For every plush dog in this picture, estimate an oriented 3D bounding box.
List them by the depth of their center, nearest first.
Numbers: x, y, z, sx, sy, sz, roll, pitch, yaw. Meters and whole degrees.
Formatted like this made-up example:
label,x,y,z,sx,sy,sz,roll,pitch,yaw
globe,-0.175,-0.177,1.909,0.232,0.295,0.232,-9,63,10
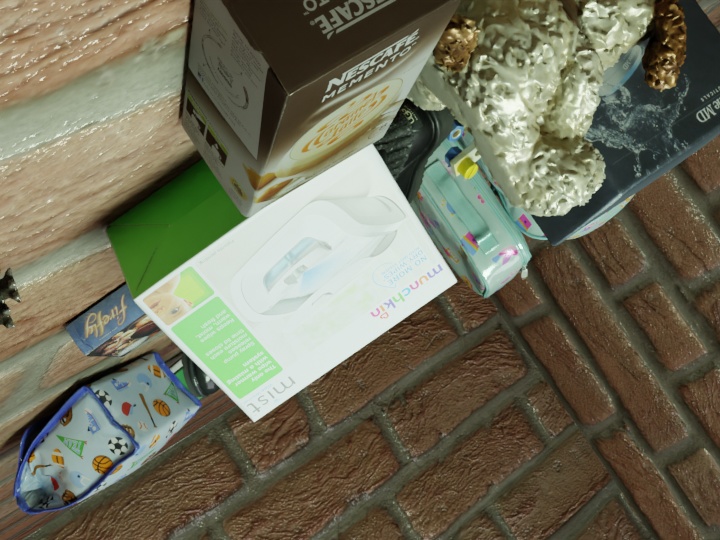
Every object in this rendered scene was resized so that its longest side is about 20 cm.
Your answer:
label,x,y,z,sx,sy,sz,roll,pitch,yaw
plush dog,0.124,-0.167,0.764,0.171,0.200,0.161,-38,153,-8

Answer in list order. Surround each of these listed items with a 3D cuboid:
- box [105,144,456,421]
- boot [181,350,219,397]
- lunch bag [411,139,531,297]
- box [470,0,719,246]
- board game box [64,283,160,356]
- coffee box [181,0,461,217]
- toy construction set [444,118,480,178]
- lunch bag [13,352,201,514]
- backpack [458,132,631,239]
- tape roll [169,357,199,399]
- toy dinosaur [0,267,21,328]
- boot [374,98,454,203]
label,x,y,z,sx,sy,sz,roll,pitch,yaw
box,-0.057,-0.012,0.849,0.199,0.097,0.177,-34,133,1
boot,-0.071,0.048,1.129,0.198,0.166,0.066,-4,142,22
lunch bag,0.118,-0.065,1.279,0.077,0.201,0.160,-35,172,-4
box,0.199,-0.163,0.955,0.196,0.201,0.117,-32,174,-27
board game box,-0.176,0.013,1.081,0.199,0.035,0.135,-35,174,1
coffee box,-0.031,-0.116,0.634,0.114,0.080,0.200,-33,174,-17
toy construction set,0.159,-0.183,1.096,0.200,0.092,0.132,-40,154,-37
lunch bag,-0.329,0.212,1.403,0.200,0.124,0.170,-45,172,24
backpack,0.218,-0.135,1.272,0.175,0.201,0.153,-35,174,17
tape roll,-0.217,0.133,1.546,0.200,0.048,0.200,-38,-174,5
toy dinosaur,-0.251,0.019,0.634,0.102,0.078,0.200,-19,173,-24
boot,-0.015,-0.080,1.008,0.157,0.080,0.211,-37,168,-28
